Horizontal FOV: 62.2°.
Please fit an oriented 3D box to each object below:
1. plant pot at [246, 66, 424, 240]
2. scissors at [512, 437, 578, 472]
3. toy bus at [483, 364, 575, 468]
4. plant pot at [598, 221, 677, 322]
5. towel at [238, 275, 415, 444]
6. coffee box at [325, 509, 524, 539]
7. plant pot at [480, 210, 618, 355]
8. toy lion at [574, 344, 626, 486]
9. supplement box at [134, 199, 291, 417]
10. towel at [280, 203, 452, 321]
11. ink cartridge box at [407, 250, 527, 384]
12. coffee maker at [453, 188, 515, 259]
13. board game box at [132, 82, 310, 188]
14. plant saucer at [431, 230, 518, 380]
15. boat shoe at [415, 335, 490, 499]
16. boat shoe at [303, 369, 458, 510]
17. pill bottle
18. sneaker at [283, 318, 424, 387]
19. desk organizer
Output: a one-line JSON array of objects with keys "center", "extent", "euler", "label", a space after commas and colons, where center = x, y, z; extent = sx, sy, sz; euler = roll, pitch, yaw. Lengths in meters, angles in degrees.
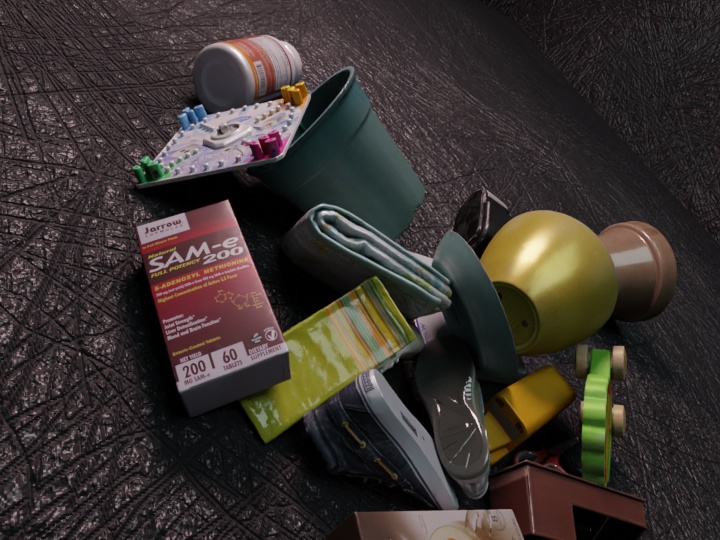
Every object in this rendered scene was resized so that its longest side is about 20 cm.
[{"center": [-0.022, -0.139, 0.840], "extent": [0.196, 0.199, 0.202], "euler": [44, 29, -24], "label": "plant pot"}, {"center": [0.258, 0.247, 0.818], "extent": [0.072, 0.014, 0.199], "euler": [14, 11, 24], "label": "scissors"}, {"center": [0.204, 0.190, 0.783], "extent": [0.198, 0.079, 0.065], "euler": [-10, 56, -49], "label": "toy bus"}, {"center": [0.488, 0.007, 1.186], "extent": [0.171, 0.202, 0.202], "euler": [-4, 50, -23], "label": "plant pot"}, {"center": [-0.039, 0.088, 0.630], "extent": [0.198, 0.018, 0.087], "euler": [-32, 75, -21], "label": "towel"}, {"center": [0.068, 0.289, 0.538], "extent": [0.197, 0.080, 0.116], "euler": [13, 41, -33], "label": "coffee box"}, {"center": [0.232, 0.036, 0.824], "extent": [0.200, 0.201, 0.141], "euler": [47, 45, 14], "label": "plant pot"}, {"center": [0.319, 0.212, 0.801], "extent": [0.067, 0.202, 0.193], "euler": [1, 41, 25], "label": "toy lion"}, {"center": [-0.152, 0.031, 0.608], "extent": [0.107, 0.061, 0.202], "euler": [-19, 57, -16], "label": "supplement box"}, {"center": [0.000, 0.000, 0.745], "extent": [0.198, 0.171, 0.049], "euler": [33, 69, -12], "label": "towel"}, {"center": [0.137, 0.067, 0.894], "extent": [0.197, 0.041, 0.202], "euler": [17, 40, -29], "label": "ink cartridge box"}, {"center": [0.265, -0.027, 1.032], "extent": [0.197, 0.136, 0.194], "euler": [22, 31, -16], "label": "coffee maker"}, {"center": [-0.176, -0.183, 0.781], "extent": [0.202, 0.196, 0.026], "euler": [-80, 158, -53], "label": "board game box"}, {"center": [0.134, 0.051, 0.755], "extent": [0.035, 0.201, 0.202], "euler": [-22, 57, -5], "label": "plant saucer"}, {"center": [0.112, 0.164, 0.707], "extent": [0.204, 0.073, 0.065], "euler": [-100, 172, -50], "label": "boat shoe"}, {"center": [0.025, 0.194, 0.624], "extent": [0.202, 0.090, 0.071], "euler": [56, 10, -25], "label": "boat shoe"}, {"center": [-0.177, -0.325, 0.988], "extent": [0.112, 0.113, 0.200], "euler": [39, 33, 2], "label": "pill bottle"}, {"center": [0.000, 0.112, 0.700], "extent": [0.197, 0.070, 0.095], "euler": [6, 57, -37], "label": "sneaker"}, {"center": [0.247, 0.294, 0.700], "extent": [0.197, 0.072, 0.078], "euler": [23, 50, -22], "label": "desk organizer"}]
